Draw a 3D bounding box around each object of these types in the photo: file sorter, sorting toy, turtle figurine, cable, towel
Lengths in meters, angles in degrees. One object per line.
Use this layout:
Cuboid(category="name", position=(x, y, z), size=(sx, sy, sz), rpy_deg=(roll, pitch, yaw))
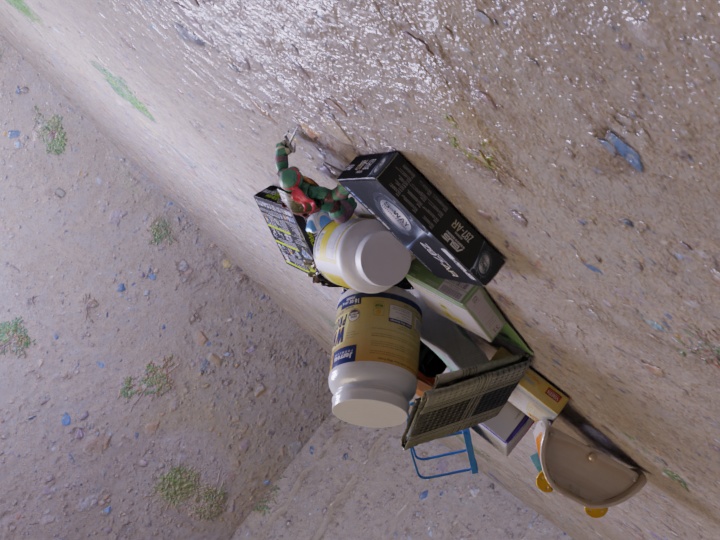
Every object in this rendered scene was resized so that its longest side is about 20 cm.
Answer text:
Cuboid(category="file sorter", position=(0.153, 0.296, 1.957), size=(0.201, 0.122, 0.139), rpy_deg=(-98, -7, -46))
Cuboid(category="sorting toy", position=(0.371, 0.335, 1.725), size=(0.199, 0.107, 0.180), rpy_deg=(29, -173, -5))
Cuboid(category="turtle figurine", position=(-0.076, -0.127, 1.422), size=(0.149, 0.101, 0.200), rpy_deg=(37, 176, 19))
Cuboid(category="cable", position=(0.000, 0.000, 1.646), size=(0.198, 0.051, 0.097), rpy_deg=(0, 162, 2))
Cuboid(category="towel", position=(0.163, 0.209, 1.575), size=(0.035, 0.199, 0.193), rpy_deg=(62, 154, 28))

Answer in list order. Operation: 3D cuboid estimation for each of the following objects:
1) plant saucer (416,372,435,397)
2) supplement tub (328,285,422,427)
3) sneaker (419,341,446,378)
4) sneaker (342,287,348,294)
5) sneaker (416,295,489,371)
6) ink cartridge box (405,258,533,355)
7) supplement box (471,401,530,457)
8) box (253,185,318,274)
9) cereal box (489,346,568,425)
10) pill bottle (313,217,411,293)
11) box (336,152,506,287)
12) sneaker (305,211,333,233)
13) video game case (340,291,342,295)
Cuboid(category="plant saucer", position=(0.082, 0.180, 1.758), size=(0.199, 0.032, 0.200), rpy_deg=(32, -174, -4))
Cuboid(category="supplement tub", position=(0.024, 0.138, 1.580), size=(0.143, 0.201, 0.145), rpy_deg=(5, 151, 3))
Cuboid(category="sneaker", position=(0.079, 0.121, 1.715), size=(0.199, 0.071, 0.099), rpy_deg=(33, 179, -30))
Cuboid(category="sneaker", position=(-0.006, 0.024, 1.871), size=(0.200, 0.082, 0.077), rpy_deg=(46, 169, -32))
Cuboid(category="sneaker", position=(0.153, 0.136, 1.676), size=(0.201, 0.074, 0.118), rpy_deg=(50, 170, 36))
Cuboid(category="ink cartridge box", position=(0.166, 0.068, 1.503), size=(0.145, 0.048, 0.200), rpy_deg=(29, 163, 49))
Cuboid(category="supplement box", position=(0.276, 0.281, 1.895), size=(0.103, 0.101, 0.200), rpy_deg=(37, 170, 19))
Cuboid(category="box", position=(-0.120, -0.072, 1.849), size=(0.200, 0.044, 0.161), rpy_deg=(23, 142, 62))
Cuboid(category="cereal box", position=(0.286, 0.208, 1.700), size=(0.144, 0.040, 0.200), rpy_deg=(38, 170, 14))
Cuboid(category="pill bottle", position=(0.005, -0.024, 1.506), size=(0.112, 0.112, 0.200), rpy_deg=(43, 171, -18))
Cuboid(category="box", position=(0.074, -0.065, 1.246), size=(0.200, 0.044, 0.160), rpy_deg=(43, 171, -17))
Cuboid(category="sneaker", position=(-0.023, -0.039, 1.682), size=(0.200, 0.073, 0.072), rpy_deg=(45, 168, -35))
Cuboid(category="video game case", position=(0.070, 0.120, 2.139), size=(0.200, 0.046, 0.181), rpy_deg=(33, 170, 38))
